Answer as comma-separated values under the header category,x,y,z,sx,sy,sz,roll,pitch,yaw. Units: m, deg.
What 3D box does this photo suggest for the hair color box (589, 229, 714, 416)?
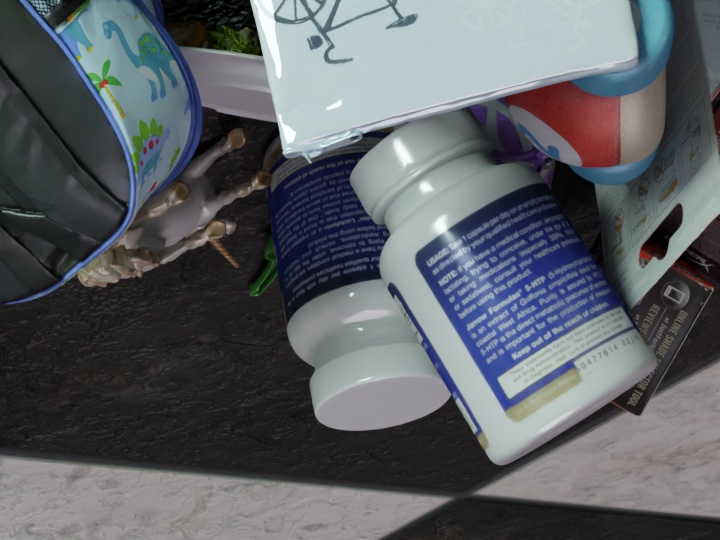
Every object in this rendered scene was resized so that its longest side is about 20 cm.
category,x,y,z,sx,sy,sz,roll,pitch,yaw
hair color box,0.189,0.025,1.039,0.061,0.102,0.200,28,-171,-1

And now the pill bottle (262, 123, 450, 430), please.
category,x,y,z,sx,sy,sz,roll,pitch,yaw
pill bottle,0.000,0.000,0.995,0.114,0.202,0.116,-8,153,-4

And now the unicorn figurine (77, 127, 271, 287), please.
category,x,y,z,sx,sy,sz,roll,pitch,yaw
unicorn figurine,-0.124,-0.038,0.997,0.137,0.075,0.199,-27,175,40

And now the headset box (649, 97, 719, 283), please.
category,x,y,z,sx,sy,sz,roll,pitch,yaw
headset box,0.274,-0.105,0.943,0.077,0.149,0.201,32,152,9

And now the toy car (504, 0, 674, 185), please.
category,x,y,z,sx,sy,sz,roll,pitch,yaw
toy car,0.069,-0.143,0.803,0.197,0.179,0.184,-1,166,10

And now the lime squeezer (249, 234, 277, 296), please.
category,x,y,z,sx,sy,sz,roll,pitch,yaw
lime squeezer,-0.053,0.007,1.108,0.037,0.071,0.200,17,-174,-26

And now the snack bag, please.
category,x,y,z,sx,sy,sz,roll,pitch,yaw
snack bag,0.030,-0.169,0.695,0.186,0.202,0.021,-14,178,5

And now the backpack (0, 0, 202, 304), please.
category,x,y,z,sx,sy,sz,roll,pitch,yaw
backpack,-0.180,-0.102,0.732,0.182,0.147,0.201,-29,106,35

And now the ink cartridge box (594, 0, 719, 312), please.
category,x,y,z,sx,sy,sz,roll,pitch,yaw
ink cartridge box,0.193,-0.087,0.897,0.056,0.202,0.163,1,152,-16

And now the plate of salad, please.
category,x,y,z,sx,sy,sz,roll,pitch,yaw
plate of salad,-0.057,-0.121,0.862,0.197,0.049,0.200,8,178,0

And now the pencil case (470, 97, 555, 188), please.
category,x,y,z,sx,sy,sz,roll,pitch,yaw
pencil case,0.108,-0.067,1.034,0.084,0.086,0.200,-39,159,-14

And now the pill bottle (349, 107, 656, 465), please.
category,x,y,z,sx,sy,sz,roll,pitch,yaw
pill bottle,0.081,0.004,0.886,0.119,0.201,0.120,-30,169,-6
